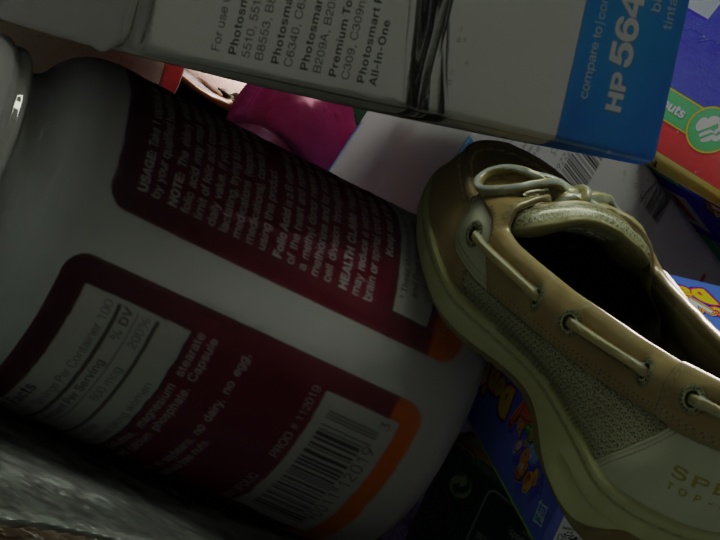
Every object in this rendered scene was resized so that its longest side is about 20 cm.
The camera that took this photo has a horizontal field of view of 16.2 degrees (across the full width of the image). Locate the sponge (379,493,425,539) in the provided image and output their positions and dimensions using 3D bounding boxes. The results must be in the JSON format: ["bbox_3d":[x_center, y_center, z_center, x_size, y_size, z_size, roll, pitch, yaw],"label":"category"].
[{"bbox_3d":[0.017,0.082,0.945,0.200,0.030,0.112,29,4,9],"label":"sponge"}]

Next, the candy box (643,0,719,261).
[{"bbox_3d":[0.141,-0.054,1.059,0.169,0.077,0.200,37,-5,33],"label":"candy box"}]

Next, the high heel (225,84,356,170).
[{"bbox_3d":[0.000,0.000,1.023,0.067,0.096,0.200,16,-28,33],"label":"high heel"}]

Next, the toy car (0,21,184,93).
[{"bbox_3d":[-0.130,-0.109,0.974,0.176,0.185,0.200,21,13,12],"label":"toy car"}]

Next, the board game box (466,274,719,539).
[{"bbox_3d":[0.133,0.055,0.845,0.199,0.045,0.135,13,24,-22],"label":"board game box"}]

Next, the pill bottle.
[{"bbox_3d":[-0.068,0.002,0.805,0.200,0.114,0.114,27,4,-21],"label":"pill bottle"}]

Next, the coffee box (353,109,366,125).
[{"bbox_3d":[0.081,0.001,1.106,0.200,0.044,0.123,40,20,-36],"label":"coffee box"}]

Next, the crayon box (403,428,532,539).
[{"bbox_3d":[0.124,0.097,0.868,0.126,0.052,0.200,36,26,30],"label":"crayon box"}]

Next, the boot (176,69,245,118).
[{"bbox_3d":[-0.055,-0.083,1.134,0.188,0.069,0.200,19,2,-32],"label":"boot"}]

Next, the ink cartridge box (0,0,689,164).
[{"bbox_3d":[-0.015,-0.099,0.815,0.199,0.085,0.146,11,5,-36],"label":"ink cartridge box"}]

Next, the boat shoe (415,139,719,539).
[{"bbox_3d":[0.071,0.009,0.743,0.073,0.063,0.201,13,27,-20],"label":"boat shoe"}]

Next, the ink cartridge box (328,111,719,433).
[{"bbox_3d":[0.071,0.013,0.977,0.067,0.116,0.200,8,-33,48],"label":"ink cartridge box"}]
